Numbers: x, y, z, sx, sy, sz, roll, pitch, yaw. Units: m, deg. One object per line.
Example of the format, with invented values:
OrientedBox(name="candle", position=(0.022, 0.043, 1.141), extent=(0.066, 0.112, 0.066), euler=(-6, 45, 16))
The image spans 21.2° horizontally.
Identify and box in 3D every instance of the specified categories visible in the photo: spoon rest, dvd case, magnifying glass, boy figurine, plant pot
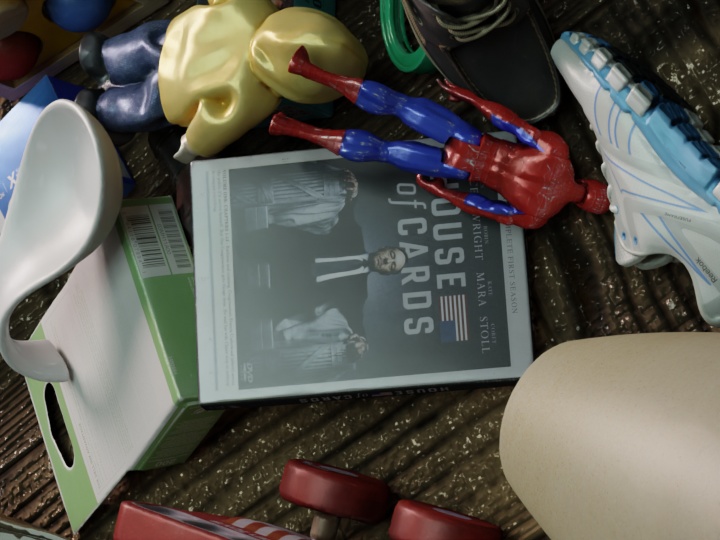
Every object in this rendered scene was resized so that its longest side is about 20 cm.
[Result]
OrientedBox(name="spoon rest", position=(-0.197, -0.014, 1.217), extent=(0.099, 0.060, 0.201), euler=(48, 133, 39))
OrientedBox(name="dvd case", position=(0.000, 0.000, 1.140), extent=(0.198, 0.025, 0.151), euler=(-5, 76, 8))
OrientedBox(name="magnifying glass", position=(0.026, -0.213, 1.202), extent=(0.080, 0.022, 0.201), euler=(127, 137, -55))
OrientedBox(name="boy figurine", position=(-0.085, -0.131, 1.188), extent=(0.199, 0.064, 0.125), euler=(-8, 73, 31))
OrientedBox(name="plant pot", position=(0.168, 0.106, 0.975), extent=(0.199, 0.187, 0.189), euler=(21, 93, 48))

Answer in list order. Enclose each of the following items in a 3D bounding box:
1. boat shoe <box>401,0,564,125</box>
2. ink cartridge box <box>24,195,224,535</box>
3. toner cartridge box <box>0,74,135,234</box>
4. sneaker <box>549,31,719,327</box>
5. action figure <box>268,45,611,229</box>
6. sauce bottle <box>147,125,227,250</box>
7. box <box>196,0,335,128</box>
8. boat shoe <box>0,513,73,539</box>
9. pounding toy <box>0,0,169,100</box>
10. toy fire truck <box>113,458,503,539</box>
OrientedBox(name="boat shoe", position=(0.053, -0.160, 1.093), extent=(0.074, 0.200, 0.073), euler=(-32, 20, 11))
OrientedBox(name="ink cartridge box", position=(-0.156, 0.066, 1.260), extent=(0.200, 0.048, 0.146), euler=(-51, 53, 49))
OrientedBox(name="toner cartridge box", position=(-0.254, -0.035, 1.357), extent=(0.200, 0.043, 0.095), euler=(-42, 59, 20))
OrientedBox(name="sneaker", position=(0.157, -0.050, 1.066), extent=(0.087, 0.075, 0.200), euler=(-50, 57, 22))
OrientedBox(name="action figure", position=(0.051, -0.072, 1.107), extent=(0.199, 0.052, 0.066), euler=(20, 102, 2))
OrientedBox(name="sauce bottle", position=(-0.077, -0.019, 1.220), extent=(0.066, 0.066, 0.200), euler=(-45, 61, 19))
OrientedBox(name="box", position=(-0.061, -0.197, 1.254), extent=(0.082, 0.049, 0.202), euler=(-6, 77, 33))
OrientedBox(name="boat shoe", position=(-0.220, 0.198, 1.274), extent=(0.199, 0.068, 0.072), euler=(27, 87, 14))
OrientedBox(name="pounding toy", position=(-0.262, -0.191, 1.298), extent=(0.183, 0.200, 0.143), euler=(-27, 67, 27))
OrientedBox(name="toy fire truck", position=(-0.020, 0.174, 1.080), extent=(0.199, 0.168, 0.113), euler=(15, 89, 35))
